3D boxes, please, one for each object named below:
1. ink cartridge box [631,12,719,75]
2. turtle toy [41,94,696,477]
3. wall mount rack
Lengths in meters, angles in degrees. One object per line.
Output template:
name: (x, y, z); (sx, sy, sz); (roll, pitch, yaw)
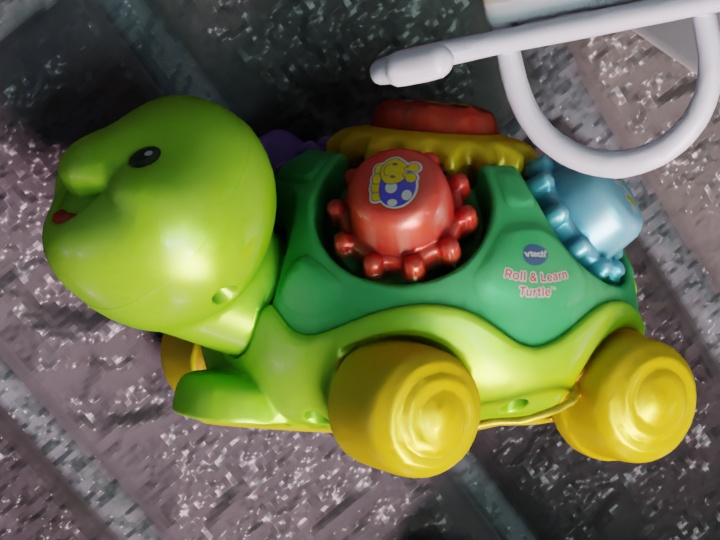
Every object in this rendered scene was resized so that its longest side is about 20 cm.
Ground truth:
ink cartridge box: (0.151, -0.115, 0.817); (0.083, 0.200, 0.146); (-10, 123, -29)
turtle toy: (0.000, 0.000, 0.849); (0.200, 0.146, 0.101); (0, 97, -31)
wall mount rack: (0.076, -0.125, 0.775); (0.174, 0.075, 0.200); (-10, 96, 17)
